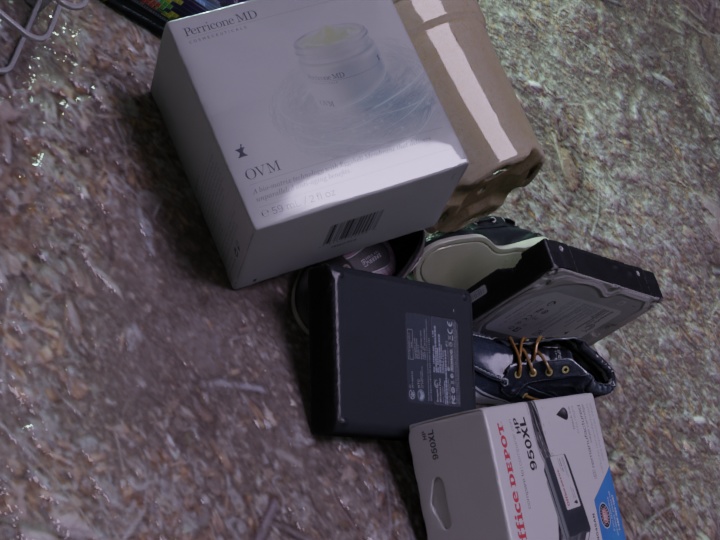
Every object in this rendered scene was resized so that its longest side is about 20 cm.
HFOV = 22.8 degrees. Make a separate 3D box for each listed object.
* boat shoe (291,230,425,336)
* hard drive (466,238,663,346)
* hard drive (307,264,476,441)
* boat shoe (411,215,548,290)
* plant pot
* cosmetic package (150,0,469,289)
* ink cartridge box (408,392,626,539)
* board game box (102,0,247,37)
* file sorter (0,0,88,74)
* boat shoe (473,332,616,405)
[{"bbox_3d":[0.000,0.000,1.598,0.067,0.057,0.200,54,30,-2],"label":"boat shoe"},{"bbox_3d":[0.191,0.034,1.756,0.199,0.139,0.038,14,50,-49],"label":"hard drive"},{"bbox_3d":[0.030,0.076,1.549,0.199,0.033,0.141,11,74,-51],"label":"hard drive"},{"bbox_3d":[0.110,-0.023,1.769,0.198,0.075,0.066,-9,40,-42],"label":"boat shoe"},{"bbox_3d":[0.072,-0.144,1.682,0.200,0.200,0.184,-7,61,-56],"label":"plant pot"},{"bbox_3d":[-0.046,-0.123,1.501,0.198,0.123,0.201,-18,70,-21],"label":"cosmetic package"},{"bbox_3d":[0.140,0.191,1.560,0.199,0.084,0.146,-1,77,-55],"label":"ink cartridge box"},{"bbox_3d":[-0.170,-0.298,1.646,0.165,0.057,0.201,28,41,-37],"label":"board game box"},{"bbox_3d":[-0.250,-0.270,1.366,0.139,0.199,0.125,39,36,-25],"label":"file sorter"},{"bbox_3d":[0.155,0.087,1.701,0.199,0.091,0.071,25,42,-41],"label":"boat shoe"}]
